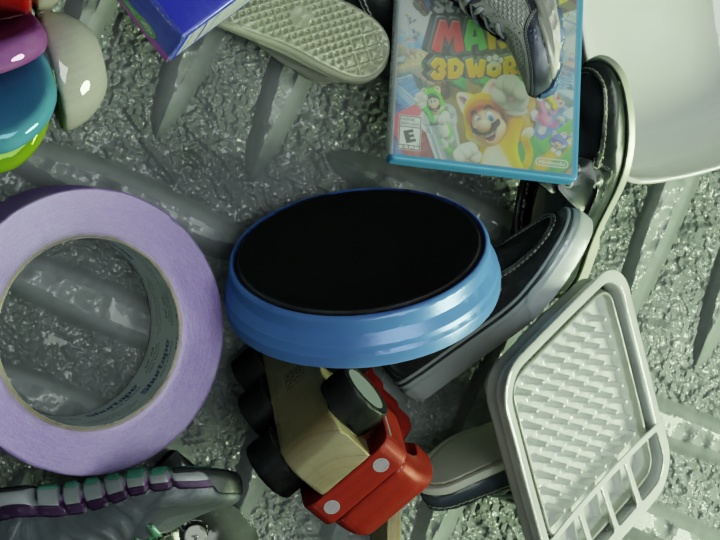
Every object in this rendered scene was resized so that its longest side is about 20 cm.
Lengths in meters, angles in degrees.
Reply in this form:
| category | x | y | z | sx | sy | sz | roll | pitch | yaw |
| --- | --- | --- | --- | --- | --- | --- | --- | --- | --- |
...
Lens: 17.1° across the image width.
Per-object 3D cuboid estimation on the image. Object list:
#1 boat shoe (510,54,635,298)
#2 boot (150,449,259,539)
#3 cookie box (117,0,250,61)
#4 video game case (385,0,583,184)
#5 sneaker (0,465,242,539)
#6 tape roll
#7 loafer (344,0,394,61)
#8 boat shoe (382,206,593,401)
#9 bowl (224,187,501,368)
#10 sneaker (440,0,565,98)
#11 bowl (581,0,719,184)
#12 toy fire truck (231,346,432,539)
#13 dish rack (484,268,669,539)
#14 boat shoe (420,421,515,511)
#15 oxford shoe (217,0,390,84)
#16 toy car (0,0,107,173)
| category | x | y | z | sx | sy | sz | roll | pitch | yaw |
| --- | --- | --- | --- | --- | --- | --- | --- | --- | --- |
| boat shoe | 0.149 | -0.065 | 1.793 | 0.066 | 0.074 | 0.200 | -12 | 131 | -38 |
| boot | -0.150 | 0.252 | 1.727 | 0.200 | 0.066 | 0.165 | -47 | 112 | -19 |
| cookie box | -0.107 | -0.274 | 1.670 | 0.200 | 0.075 | 0.171 | -38 | 88 | -17 |
| video game case | 0.093 | -0.169 | 1.740 | 0.142 | 0.018 | 0.202 | 6 | 78 | -13 |
| sneaker | -0.174 | 0.187 | 1.664 | 0.199 | 0.074 | 0.088 | -9 | 80 | 11 |
| tape roll | -0.200 | 0.041 | 1.684 | 0.199 | 0.066 | 0.202 | -2 | 95 | -23 |
| loafer | 0.048 | -0.176 | 1.773 | 0.068 | 0.070 | 0.201 | -43 | 109 | -16 |
| boat shoe | 0.084 | 0.016 | 1.765 | 0.071 | 0.072 | 0.200 | 40 | 110 | -17 |
| bowl | 0.000 | 0.000 | 1.695 | 0.200 | 0.201 | 0.040 | -19 | 122 | -21 |
| sneaker | 0.083 | -0.208 | 1.707 | 0.085 | 0.077 | 0.201 | -19 | 77 | -8 |
| bowl | 0.245 | -0.177 | 1.859 | 0.199 | 0.075 | 0.201 | -16 | 100 | -22 |
| toy fire truck | 0.000 | 0.140 | 1.730 | 0.129 | 0.176 | 0.200 | -41 | 117 | 13 |
| dish rack | 0.155 | 0.115 | 1.762 | 0.172 | 0.043 | 0.201 | -41 | 126 | -39 |
| boat shoe | 0.118 | 0.143 | 1.816 | 0.200 | 0.075 | 0.062 | -30 | 123 | -43 |
| oxford shoe | -0.071 | -0.194 | 1.730 | 0.199 | 0.058 | 0.076 | 31 | 79 | -8 |
| toy car | -0.260 | -0.160 | 1.587 | 0.174 | 0.150 | 0.201 | -14 | 100 | -14 |
